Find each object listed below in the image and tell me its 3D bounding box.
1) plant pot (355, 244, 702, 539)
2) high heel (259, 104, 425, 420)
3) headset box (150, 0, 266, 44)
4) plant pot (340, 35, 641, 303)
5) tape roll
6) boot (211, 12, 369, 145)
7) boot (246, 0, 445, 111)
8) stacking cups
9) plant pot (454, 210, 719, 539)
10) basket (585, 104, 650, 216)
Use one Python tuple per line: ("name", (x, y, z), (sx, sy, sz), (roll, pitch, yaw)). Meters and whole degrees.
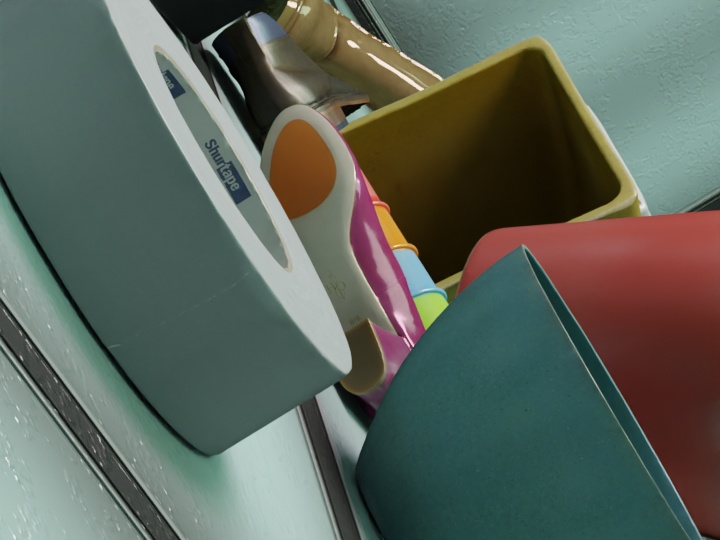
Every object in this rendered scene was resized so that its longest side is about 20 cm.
("plant pot", (0.077, 0.106, 1.515), (0.200, 0.135, 0.200), (58, 6, -10))
("high heel", (0.000, 0.000, 1.709), (0.096, 0.067, 0.200), (37, 26, -57))
("headset box", (-0.084, -0.267, 1.863), (0.200, 0.174, 0.093), (60, 6, 20))
("plant pot", (0.101, -0.007, 2.145), (0.194, 0.195, 0.200), (-115, -179, -45))
("tape roll", (-0.081, -0.028, 1.178), (0.201, 0.066, 0.200), (58, 5, -8))
("boot", (-0.048, -0.136, 2.013), (0.097, 0.075, 0.200), (61, 7, -7))
("boot", (0.010, -0.155, 2.288), (0.200, 0.066, 0.175), (33, 9, -9))
("stacking cups", (0.026, 0.012, 1.976), (0.200, 0.060, 0.061), (60, 5, 24))
("plant pot", (0.154, 0.053, 1.720), (0.200, 0.177, 0.201), (6, 90, -70))
("basket", (0.130, -0.015, 2.352), (0.136, 0.200, 0.123), (63, 2, 38))
